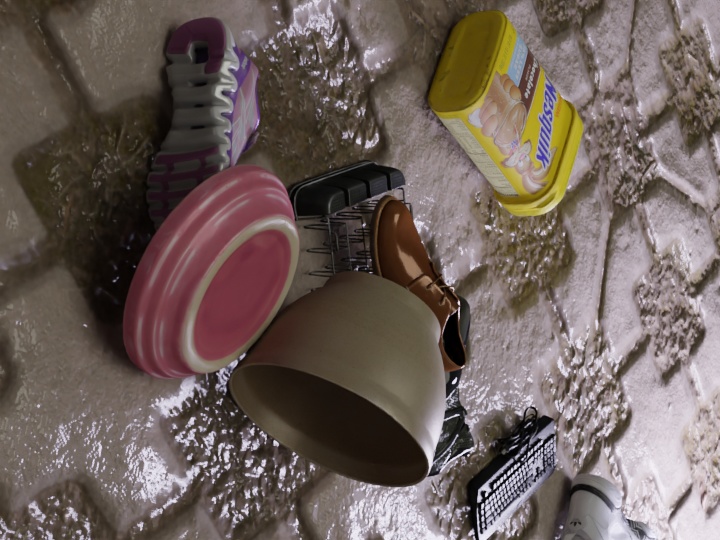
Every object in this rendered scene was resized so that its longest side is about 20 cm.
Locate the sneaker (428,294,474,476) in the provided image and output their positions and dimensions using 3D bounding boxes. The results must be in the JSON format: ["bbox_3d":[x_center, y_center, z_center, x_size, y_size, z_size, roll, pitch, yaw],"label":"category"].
[{"bbox_3d":[0.081,0.130,1.639,0.114,0.076,0.202,38,64,-50],"label":"sneaker"}]

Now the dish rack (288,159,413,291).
[{"bbox_3d":[0.000,0.000,1.540,0.153,0.054,0.203,-23,111,-50],"label":"dish rack"}]

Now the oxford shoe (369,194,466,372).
[{"bbox_3d":[0.063,0.013,1.527,0.071,0.071,0.202,-46,128,-40],"label":"oxford shoe"}]

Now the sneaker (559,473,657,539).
[{"bbox_3d":[0.315,0.360,1.974,0.200,0.074,0.116,51,52,-35],"label":"sneaker"}]

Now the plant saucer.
[{"bbox_3d":[-0.117,0.010,1.303,0.200,0.051,0.202,-43,152,-30],"label":"plant saucer"}]

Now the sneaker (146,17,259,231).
[{"bbox_3d":[-0.128,-0.114,1.341,0.088,0.080,0.203,25,69,-60],"label":"sneaker"}]

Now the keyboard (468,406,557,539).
[{"bbox_3d":[0.192,0.238,1.825,0.200,0.039,0.105,-34,119,-50],"label":"keyboard"}]

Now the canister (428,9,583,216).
[{"bbox_3d":[0.166,-0.178,1.740,0.200,0.086,0.150,46,55,-43],"label":"canister"}]

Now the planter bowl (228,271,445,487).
[{"bbox_3d":[-0.003,0.088,1.404,0.201,0.198,0.136,53,54,-40],"label":"planter bowl"}]
